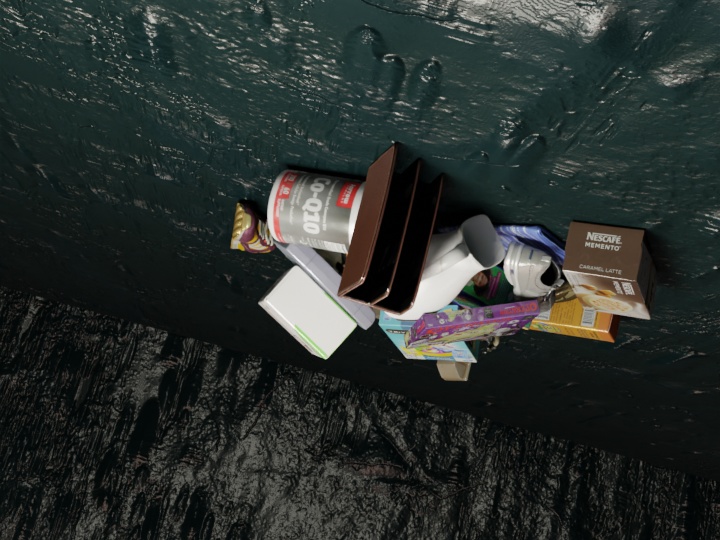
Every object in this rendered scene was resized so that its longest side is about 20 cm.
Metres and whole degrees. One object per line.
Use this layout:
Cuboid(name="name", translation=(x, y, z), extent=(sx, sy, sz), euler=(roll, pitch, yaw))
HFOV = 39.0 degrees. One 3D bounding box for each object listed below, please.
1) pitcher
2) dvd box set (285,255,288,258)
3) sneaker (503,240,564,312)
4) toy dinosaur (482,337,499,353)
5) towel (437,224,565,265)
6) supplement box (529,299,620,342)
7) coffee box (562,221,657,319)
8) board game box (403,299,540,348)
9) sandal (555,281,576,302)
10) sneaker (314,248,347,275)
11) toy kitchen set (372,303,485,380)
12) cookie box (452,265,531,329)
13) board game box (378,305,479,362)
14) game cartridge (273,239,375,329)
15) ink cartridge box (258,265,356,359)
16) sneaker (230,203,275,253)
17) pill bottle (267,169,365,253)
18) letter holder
Cuboid(name="pitcher", translation=(0.105, 0.001, 1.567), extent=(0.199, 0.122, 0.171), euler=(-30, 174, 31))
Cuboid(name="dvd box set", translation=(-0.029, -0.049, 1.768), extent=(0.145, 0.030, 0.200), euler=(20, 149, -17))
Cuboid(name="sneaker", translation=(0.290, 0.023, 1.643), extent=(0.081, 0.076, 0.200), euler=(12, 164, 28))
Cuboid(name="toy dinosaur", translation=(0.248, 0.104, 1.957), extent=(0.047, 0.089, 0.202), euler=(-12, 129, 9))
Cuboid(name="towel", translation=(0.242, -0.040, 1.659), extent=(0.198, 0.024, 0.144), euler=(2, 160, 42))
Cuboid(name="supplement box", translation=(0.379, 0.082, 1.899), extent=(0.198, 0.070, 0.066), euler=(9, 163, 29))
Cuboid(name="coffee box", translation=(0.384, 0.003, 1.554), extent=(0.113, 0.081, 0.200), euler=(8, 165, 23))
Cuboid(name="board game box", translation=(0.179, 0.088, 1.647), extent=(0.197, 0.033, 0.120), euler=(-7, 158, -15))
Cuboid(name="sandal", translation=(0.309, 0.039, 1.842), extent=(0.198, 0.055, 0.080), euler=(-18, 161, 40))
Cuboid(name="sneaker", translation=(0.000, 0.000, 1.705), extent=(0.198, 0.081, 0.074), euler=(24, 154, 11))
Cuboid(name="toy kitchen set", translation=(0.145, 0.121, 2.087), extent=(0.179, 0.165, 0.199), euler=(23, 163, -32))
Cuboid(name="cookie box", translation=(0.189, 0.020, 1.769), extent=(0.199, 0.076, 0.170), euler=(27, 174, -37))
Cuboid(name="board game box", translation=(0.135, 0.122, 1.962), extent=(0.149, 0.048, 0.200), euler=(1, 158, 20))
Cuboid(name="game cartridge", translation=(-0.058, 0.014, 1.701), extent=(0.200, 0.040, 0.133), euler=(46, 177, -20))
Cuboid(name="ink cartridge box", translation=(-0.095, 0.073, 1.769), extent=(0.145, 0.084, 0.200), euler=(43, 172, -4))
Cuboid(name="sneaker", translation=(-0.191, -0.077, 1.884), extent=(0.089, 0.076, 0.200), euler=(8, 173, -9))
Cuboid(name="pill bottle", translation=(-0.034, -0.087, 1.572), extent=(0.197, 0.116, 0.114), euler=(10, 165, 18))
Cuboid(name="letter holder", translation=(0.052, -0.056, 1.421), extent=(0.099, 0.203, 0.142), euler=(17, 166, -11))
